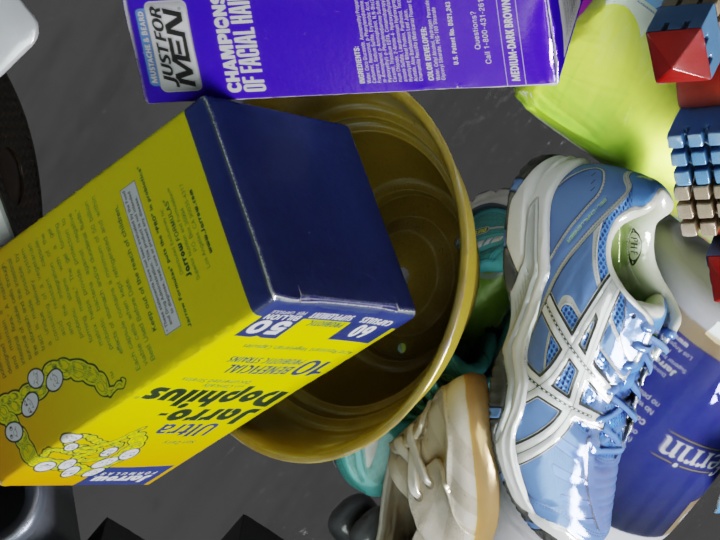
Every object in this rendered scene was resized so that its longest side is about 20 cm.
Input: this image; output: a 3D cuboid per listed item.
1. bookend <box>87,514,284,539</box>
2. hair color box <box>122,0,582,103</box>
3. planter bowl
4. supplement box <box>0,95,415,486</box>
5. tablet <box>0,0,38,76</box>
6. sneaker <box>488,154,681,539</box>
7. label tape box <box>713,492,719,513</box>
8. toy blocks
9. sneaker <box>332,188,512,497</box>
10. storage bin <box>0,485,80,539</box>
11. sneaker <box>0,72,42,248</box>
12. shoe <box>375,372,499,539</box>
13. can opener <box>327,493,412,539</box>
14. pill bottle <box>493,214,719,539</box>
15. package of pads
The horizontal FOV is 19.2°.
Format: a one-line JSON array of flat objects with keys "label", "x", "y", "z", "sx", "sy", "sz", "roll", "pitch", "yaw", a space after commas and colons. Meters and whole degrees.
[{"label": "bookend", "x": -0.098, "y": 0.208, "z": 1.184, "sx": 0.200, "sy": 0.199, "sz": 0.092, "roll": 34, "pitch": 113, "yaw": -14}, {"label": "hair color box", "x": 0.000, "y": -0.132, "z": 1.009, "sx": 0.199, "sy": 0.109, "sz": 0.065, "roll": -3, "pitch": 120, "yaw": 16}, {"label": "planter bowl", "x": 0.000, "y": 0.000, "z": 1.099, "sx": 0.083, "sy": 0.201, "sz": 0.201, "roll": 9, "pitch": 127, "yaw": -49}, {"label": "supplement box", "x": -0.091, "y": 0.017, "z": 1.045, "sx": 0.200, "sy": 0.110, "sz": 0.109, "roll": -33, "pitch": 156, "yaw": 32}, {"label": "tablet", "x": -0.256, "y": -0.148, "z": 1.019, "sx": 0.130, "sy": 0.014, "sz": 0.200, "roll": -41, "pitch": 86, "yaw": 19}, {"label": "sneaker", "x": 0.114, "y": 0.043, "z": 1.061, "sx": 0.077, "sy": 0.076, "sz": 0.201, "roll": 2, "pitch": 95, "yaw": 37}, {"label": "label tape box", "x": 0.285, "y": 0.077, "z": 1.147, "sx": 0.199, "sy": 0.066, "sz": 0.143, "roll": -11, "pitch": 164, "yaw": 5}, {"label": "toy blocks", "x": 0.179, "y": -0.067, "z": 0.969, "sx": 0.100, "sy": 0.137, "sz": 0.201, "roll": -2, "pitch": 121, "yaw": 24}, {"label": "sneaker", "x": 0.040, "y": 0.046, "z": 1.155, "sx": 0.077, "sy": 0.080, "sz": 0.200, "roll": 22, "pitch": 117, "yaw": -14}, {"label": "storage bin", "x": -0.251, "y": 0.118, "z": 1.159, "sx": 0.199, "sy": 0.146, "sz": 0.134, "roll": -16, "pitch": 156, "yaw": 6}, {"label": "sneaker", "x": -0.225, "y": -0.084, "z": 1.081, "sx": 0.084, "sy": 0.073, "sz": 0.201, "roll": -15, "pitch": 110, "yaw": 13}, {"label": "shoe", "x": 0.037, "y": 0.128, "z": 1.137, "sx": 0.053, "sy": 0.070, "sz": 0.200, "roll": -3, "pitch": 140, "yaw": -10}, {"label": "can opener", "x": 0.060, "y": 0.201, "z": 1.272, "sx": 0.067, "sy": 0.053, "sz": 0.200, "roll": -42, "pitch": 117, "yaw": -16}, {"label": "pill bottle", "x": 0.147, "y": 0.078, "z": 1.157, "sx": 0.115, "sy": 0.116, "sz": 0.200, "roll": 27, "pitch": 116, "yaw": -17}, {"label": "package of pads", "x": 0.191, "y": -0.098, "z": 1.085, "sx": 0.200, "sy": 0.068, "sz": 0.155, "roll": 32, "pitch": 114, "yaw": -18}]
